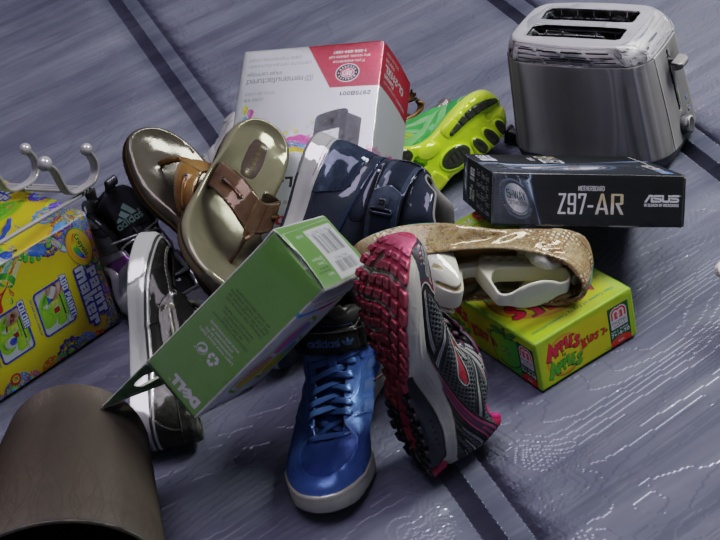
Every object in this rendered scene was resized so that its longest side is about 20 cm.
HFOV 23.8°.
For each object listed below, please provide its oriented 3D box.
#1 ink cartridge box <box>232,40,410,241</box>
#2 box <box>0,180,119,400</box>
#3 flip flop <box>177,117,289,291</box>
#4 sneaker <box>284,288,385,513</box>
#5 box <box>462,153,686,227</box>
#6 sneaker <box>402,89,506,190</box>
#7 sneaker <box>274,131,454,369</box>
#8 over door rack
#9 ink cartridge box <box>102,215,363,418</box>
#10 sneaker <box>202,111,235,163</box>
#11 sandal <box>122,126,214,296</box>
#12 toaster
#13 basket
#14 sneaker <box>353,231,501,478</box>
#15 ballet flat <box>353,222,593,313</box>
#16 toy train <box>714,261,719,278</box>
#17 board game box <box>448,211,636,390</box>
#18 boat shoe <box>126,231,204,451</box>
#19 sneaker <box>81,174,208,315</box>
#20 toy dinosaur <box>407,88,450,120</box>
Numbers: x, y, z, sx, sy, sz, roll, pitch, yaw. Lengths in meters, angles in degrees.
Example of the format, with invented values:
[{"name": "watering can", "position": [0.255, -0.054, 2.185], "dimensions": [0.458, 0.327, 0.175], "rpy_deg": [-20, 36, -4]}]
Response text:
[{"name": "ink cartridge box", "position": [-0.041, -0.098, 1.560], "dimensions": [0.144, 0.083, 0.202], "rpy_deg": [-2, 65, 19]}, {"name": "box", "position": [-0.363, 0.018, 1.555], "dimensions": [0.192, 0.123, 0.199], "rpy_deg": [-35, 37, -31]}, {"name": "flip flop", "position": [-0.096, -0.060, 1.437], "dimensions": [0.057, 0.081, 0.201], "rpy_deg": [-38, 25, 43]}, {"name": "sneaker", "position": [-0.025, 0.088, 1.323], "dimensions": [0.076, 0.112, 0.201], "rpy_deg": [-4, 33, 16]}, {"name": "box", "position": [0.176, -0.069, 1.456], "dimensions": [0.158, 0.044, 0.200], "rpy_deg": [1, 8, -3]}, {"name": "sneaker", "position": [0.053, -0.105, 1.652], "dimensions": [0.199, 0.075, 0.083], "rpy_deg": [-31, 10, -20]}, {"name": "sneaker", "position": [0.000, -0.001, 1.426], "dimensions": [0.145, 0.204, 0.077], "rpy_deg": [17, 0, 16]}, {"name": "over door rack", "position": [-0.336, -0.058, 1.484], "dimensions": [0.146, 0.067, 0.200], "rpy_deg": [2, 34, 25]}, {"name": "ink cartridge box", "position": [-0.091, 0.050, 1.276], "dimensions": [0.200, 0.059, 0.104], "rpy_deg": [-45, -8, 19]}, {"name": "sneaker", "position": [-0.144, -0.093, 1.689], "dimensions": [0.098, 0.078, 0.201], "rpy_deg": [-13, 32, 9]}, {"name": "sandal", "position": [-0.136, -0.055, 1.475], "dimensions": [0.081, 0.055, 0.201], "rpy_deg": [-8, 54, -36]}, {"name": "toaster", "position": [0.220, -0.178, 1.628], "dimensions": [0.198, 0.130, 0.114], "rpy_deg": [8, 37, 32]}, {"name": "basket", "position": [-0.213, 0.181, 1.235], "dimensions": [0.179, 0.137, 0.201], "rpy_deg": [-22, 27, 10]}, {"name": "sneaker", "position": [0.049, 0.054, 1.260], "dimensions": [0.074, 0.201, 0.081], "rpy_deg": [-26, 37, -17]}, {"name": "ballet flat", "position": [0.090, 0.001, 1.343], "dimensions": [0.198, 0.071, 0.066], "rpy_deg": [-4, 39, -5]}, {"name": "toy train", "position": [0.387, 0.001, 1.359], "dimensions": [0.199, 0.056, 0.150], "rpy_deg": [-24, 32, -21]}, {"name": "board game box", "position": [0.127, 0.019, 1.433], "dimensions": [0.101, 0.048, 0.200], "rpy_deg": [-28, 34, -22]}, {"name": "boat shoe", "position": [-0.157, 0.056, 1.425], "dimensions": [0.063, 0.071, 0.202], "rpy_deg": [-8, 61, 5]}, {"name": "sneaker", "position": [-0.196, -0.021, 1.531], "dimensions": [0.077, 0.141, 0.199], "rpy_deg": [-33, 36, -29]}, {"name": "toy dinosaur", "position": [0.003, -0.137, 1.710], "dimensions": [0.198, 0.107, 0.061], "rpy_deg": [-14, 55, -8]}]
